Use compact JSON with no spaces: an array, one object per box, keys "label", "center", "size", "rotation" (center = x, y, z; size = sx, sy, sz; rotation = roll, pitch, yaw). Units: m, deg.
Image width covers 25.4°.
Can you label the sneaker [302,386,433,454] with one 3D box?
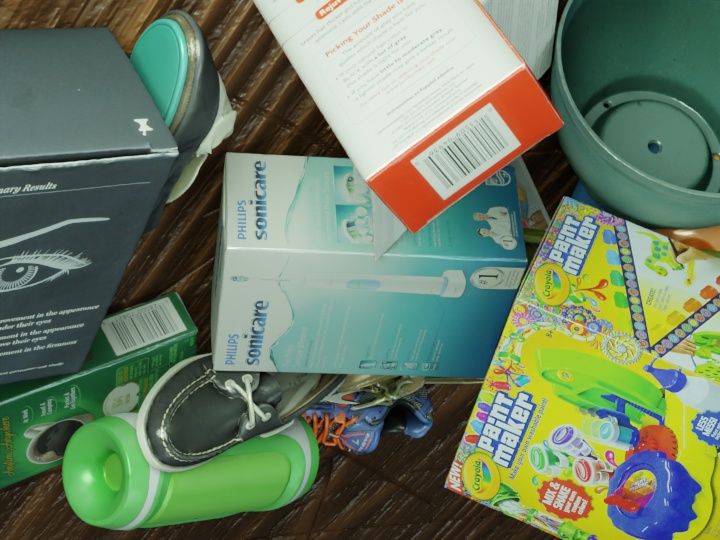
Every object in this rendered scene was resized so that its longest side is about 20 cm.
[{"label":"sneaker","center":[-0.016,0.119,1.354],"size":[0.200,0.078,0.075],"rotation":[-12,145,-33]}]

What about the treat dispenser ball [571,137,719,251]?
[{"label":"treat dispenser ball","center":[0.262,-0.026,1.270],"size":[0.201,0.201,0.201],"rotation":[-24,151,-14]}]

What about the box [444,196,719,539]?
[{"label":"box","center":[0.186,0.088,1.111],"size":[0.122,0.193,0.200],"rotation":[-59,168,-46]}]

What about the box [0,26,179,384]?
[{"label":"box","center":[-0.212,-0.030,0.894],"size":[0.148,0.104,0.200],"rotation":[-7,143,-38]}]

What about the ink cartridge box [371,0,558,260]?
[{"label":"ink cartridge box","center":[0.053,-0.124,0.995],"size":[0.200,0.050,0.162],"rotation":[-46,158,-22]}]

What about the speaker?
[{"label":"speaker","center":[-0.122,0.145,1.195],"size":[0.200,0.088,0.088],"rotation":[2,137,-50]}]

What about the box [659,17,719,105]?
[{"label":"box","center":[0.312,-0.207,1.197],"size":[0.122,0.048,0.200],"rotation":[-7,144,-40]}]

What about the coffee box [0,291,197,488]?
[{"label":"coffee box","center":[-0.216,0.093,1.147],"size":[0.200,0.044,0.123],"rotation":[-21,151,-21]}]

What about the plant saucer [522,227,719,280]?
[{"label":"plant saucer","center":[0.198,0.047,1.191],"size":[0.048,0.200,0.200],"rotation":[-59,149,-45]}]

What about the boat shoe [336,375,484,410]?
[{"label":"boat shoe","center":[0.050,0.080,1.337],"size":[0.200,0.063,0.073],"rotation":[-11,-179,-43]}]

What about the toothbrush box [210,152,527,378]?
[{"label":"toothbrush box","center":[0.000,0.000,1.098],"size":[0.200,0.085,0.146],"rotation":[1,144,-8]}]

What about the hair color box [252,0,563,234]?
[{"label":"hair color box","center":[0.014,-0.125,0.860],"size":[0.101,0.200,0.061],"rotation":[-35,142,8]}]

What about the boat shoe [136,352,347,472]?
[{"label":"boat shoe","center":[-0.078,0.089,1.153],"size":[0.060,0.074,0.200],"rotation":[-10,-173,38]}]

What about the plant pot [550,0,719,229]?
[{"label":"plant pot","center":[0.221,-0.110,1.120],"size":[0.200,0.200,0.134],"rotation":[-23,160,-17]}]

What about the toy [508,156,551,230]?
[{"label":"toy","center":[0.104,-0.019,1.286],"size":[0.115,0.047,0.200],"rotation":[-34,152,2]}]

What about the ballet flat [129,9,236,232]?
[{"label":"ballet flat","center":[-0.116,-0.082,0.948],"size":[0.073,0.073,0.200],"rotation":[-9,150,-36]}]
